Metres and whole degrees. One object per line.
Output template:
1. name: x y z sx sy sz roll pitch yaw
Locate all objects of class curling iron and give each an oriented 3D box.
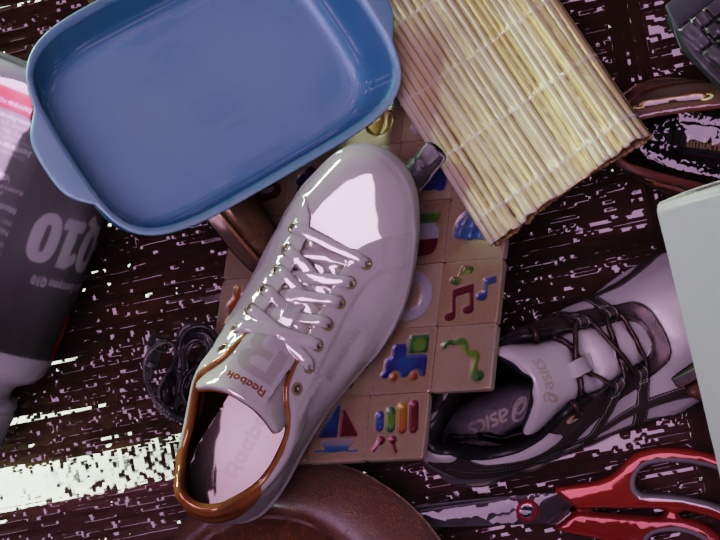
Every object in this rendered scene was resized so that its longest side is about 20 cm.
1. curling iron: -0.034 0.007 1.262 0.200 0.026 0.050 -40 107 15

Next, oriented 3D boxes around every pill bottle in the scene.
1. pill bottle: -0.198 -0.009 1.312 0.114 0.114 0.200 22 94 13

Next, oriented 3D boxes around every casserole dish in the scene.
1. casserole dish: -0.074 -0.091 1.254 0.200 0.039 0.121 -31 83 -22

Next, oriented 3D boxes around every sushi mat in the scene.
1. sushi mat: 0.058 -0.110 1.267 0.096 0.012 0.200 -37 58 11

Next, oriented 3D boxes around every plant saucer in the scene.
1. plant saucer: -0.034 0.195 1.281 0.200 0.034 0.200 0 90 31

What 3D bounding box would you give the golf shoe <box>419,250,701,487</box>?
1. golf shoe: 0.116 0.049 1.247 0.200 0.094 0.078 -33 81 9

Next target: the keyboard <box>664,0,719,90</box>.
1. keyboard: 0.253 -0.136 1.217 0.200 0.021 0.127 -40 79 -15

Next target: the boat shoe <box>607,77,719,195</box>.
1. boat shoe: 0.217 -0.054 1.235 0.200 0.070 0.070 4 101 13

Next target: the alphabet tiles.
1. alphabet tiles: 0.000 0.000 1.274 0.166 0.006 0.200 -5 68 32

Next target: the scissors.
1. scissors: 0.097 0.113 1.276 0.200 0.014 0.073 11 98 4

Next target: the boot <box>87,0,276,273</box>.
1. boot: -0.077 -0.095 1.304 0.075 0.074 0.200 -25 74 1

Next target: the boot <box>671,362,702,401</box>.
1. boot: 0.265 0.104 1.212 0.186 0.064 0.200 -19 88 -4

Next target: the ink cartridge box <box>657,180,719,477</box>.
1. ink cartridge box: 0.257 0.010 1.114 0.200 0.145 0.145 -13 89 -18

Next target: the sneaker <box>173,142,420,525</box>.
1. sneaker: -0.029 0.033 1.209 0.073 0.085 0.200 24 93 9
